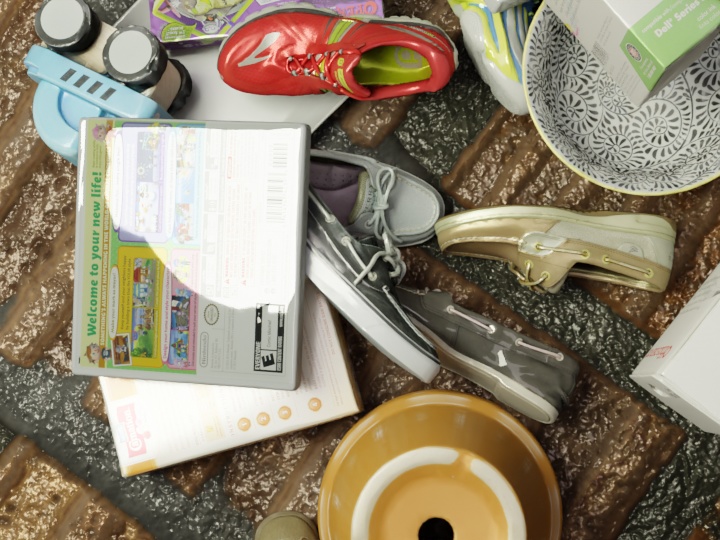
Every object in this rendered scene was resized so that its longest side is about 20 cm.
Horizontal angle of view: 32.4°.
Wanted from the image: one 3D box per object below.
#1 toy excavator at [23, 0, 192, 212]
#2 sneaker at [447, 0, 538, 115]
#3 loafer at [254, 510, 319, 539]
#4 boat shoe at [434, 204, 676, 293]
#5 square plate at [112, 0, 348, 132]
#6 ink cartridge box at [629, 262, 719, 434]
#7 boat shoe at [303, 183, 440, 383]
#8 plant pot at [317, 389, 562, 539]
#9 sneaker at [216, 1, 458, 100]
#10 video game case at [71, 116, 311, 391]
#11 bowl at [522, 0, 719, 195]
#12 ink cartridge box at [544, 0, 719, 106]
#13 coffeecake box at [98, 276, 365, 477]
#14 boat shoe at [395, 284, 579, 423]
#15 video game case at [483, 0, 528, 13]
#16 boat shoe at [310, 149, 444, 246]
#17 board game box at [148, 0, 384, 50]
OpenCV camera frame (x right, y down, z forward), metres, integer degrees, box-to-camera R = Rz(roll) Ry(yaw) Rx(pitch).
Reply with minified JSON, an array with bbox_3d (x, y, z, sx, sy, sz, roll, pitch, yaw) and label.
[{"bbox_3d":[-0.205,-0.095,1.011,0.194,0.100,0.200,27,87,10],"label":"toy excavator"},{"bbox_3d":[0.125,-0.235,1.044,0.105,0.076,0.200,-27,82,1],"label":"sneaker"},{"bbox_3d":[-0.055,0.299,1.010,0.076,0.067,0.200,-13,84,3],"label":"loafer"},{"bbox_3d":[0.160,-0.014,1.021,0.200,0.074,0.067,2,79,4],"label":"boat shoe"},{"bbox_3d":[-0.115,-0.176,1.080,0.198,0.028,0.200,43,89,6],"label":"square plate"},{"bbox_3d":[0.311,0.030,0.969,0.083,0.147,0.200,38,89,7],"label":"ink cartridge box"},{"bbox_3d":[0.000,0.000,0.969,0.068,0.074,0.199,-44,82,-3],"label":"boat shoe"},{"bbox_3d":[0.060,0.191,0.954,0.200,0.183,0.201,0,84,4],"label":"plant pot"},{"bbox_3d":[-0.020,-0.173,1.006,0.200,0.085,0.077,-3,116,2],"label":"sneaker"},{"bbox_3d":[-0.130,-0.014,0.944,0.182,0.022,0.200,3,93,12],"label":"video game case"},{"bbox_3d":[0.230,-0.154,1.019,0.200,0.094,0.201,0,84,5],"label":"bowl"},{"bbox_3d":[0.175,-0.228,0.924,0.067,0.117,0.200,-40,83,-1],"label":"ink cartridge box"},{"bbox_3d":[-0.114,0.071,1.032,0.200,0.073,0.154,-16,82,2],"label":"coffeecake box"},{"bbox_3d":[0.088,0.054,1.029,0.200,0.067,0.057,32,71,5],"label":"boat shoe"},{"bbox_3d":[0.136,-0.326,1.036,0.182,0.023,0.200,-25,76,-20],"label":"video game case"},{"bbox_3d":[-0.025,-0.065,1.030,0.202,0.065,0.075,18,93,-10],"label":"boat shoe"},{"bbox_3d":[-0.082,-0.257,1.058,0.200,0.032,0.120,-4,81,4],"label":"board game box"}]
